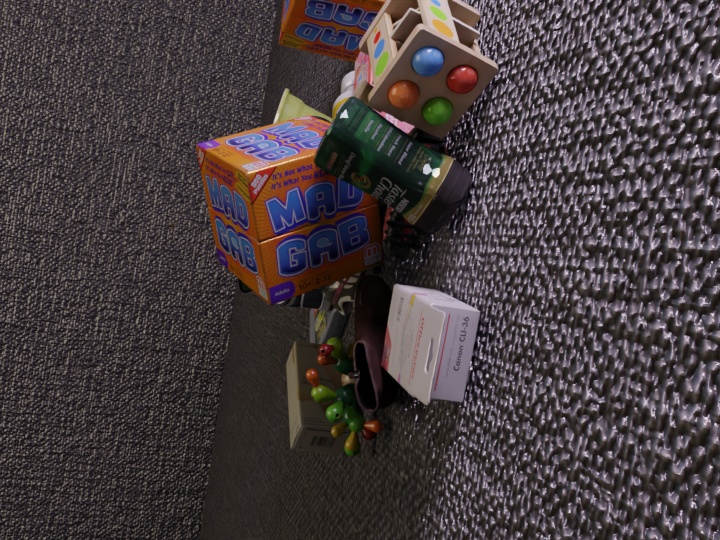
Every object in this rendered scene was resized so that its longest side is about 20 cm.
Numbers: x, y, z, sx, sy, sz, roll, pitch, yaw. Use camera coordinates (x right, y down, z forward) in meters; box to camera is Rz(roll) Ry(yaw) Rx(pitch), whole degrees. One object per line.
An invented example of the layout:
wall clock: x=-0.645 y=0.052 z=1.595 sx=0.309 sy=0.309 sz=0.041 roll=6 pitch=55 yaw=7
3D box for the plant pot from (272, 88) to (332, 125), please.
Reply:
plant pot: x=-0.090 y=-0.228 z=1.535 sx=0.200 sy=0.183 sz=0.202 roll=-162 pitch=90 yaw=-82

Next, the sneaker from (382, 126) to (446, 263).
sneaker: x=0.071 y=-0.113 z=1.149 sx=0.098 sy=0.070 sz=0.202 roll=-148 pitch=69 yaw=-73

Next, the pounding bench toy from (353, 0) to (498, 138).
pounding bench toy: x=0.068 y=-0.254 z=1.055 sx=0.200 sy=0.123 sz=0.157 roll=-49 pitch=33 yaw=38

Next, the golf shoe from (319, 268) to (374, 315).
golf shoe: x=0.000 y=0.000 z=1.371 sx=0.088 sy=0.077 sz=0.200 roll=56 pitch=137 yaw=9

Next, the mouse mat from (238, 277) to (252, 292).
mouse mat: x=-0.127 y=-0.057 z=1.353 sx=0.008 sy=0.199 sz=0.162 roll=30 pitch=129 yaw=49

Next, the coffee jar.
coffee jar: x=0.044 y=-0.134 z=1.034 sx=0.086 sy=0.199 sz=0.104 roll=-61 pitch=3 yaw=-32

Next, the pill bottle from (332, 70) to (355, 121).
pill bottle: x=0.003 y=-0.247 z=1.380 sx=0.111 sy=0.110 sz=0.202 roll=128 pitch=146 yaw=-60

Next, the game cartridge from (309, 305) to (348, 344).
game cartridge: x=-0.066 y=0.094 z=1.593 sx=0.201 sy=0.041 sz=0.134 roll=117 pitch=152 yaw=-48

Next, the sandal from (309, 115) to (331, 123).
sandal: x=-0.046 y=-0.203 z=1.438 sx=0.076 sy=0.200 sz=0.043 roll=-37 pitch=27 yaw=11

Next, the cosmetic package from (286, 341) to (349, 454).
cosmetic package: x=-0.077 y=0.231 z=1.439 sx=0.201 sy=0.104 sz=0.071 roll=-101 pitch=27 yaw=-46

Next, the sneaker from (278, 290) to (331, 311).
sneaker: x=-0.126 y=0.036 z=1.572 sx=0.200 sy=0.108 sz=0.071 roll=-159 pitch=79 yaw=-74

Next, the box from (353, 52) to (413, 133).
box: x=0.044 y=-0.278 z=1.281 sx=0.103 sy=0.094 sz=0.202 roll=130 pitch=145 yaw=-62

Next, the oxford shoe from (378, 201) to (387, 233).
oxford shoe: x=0.019 y=-0.108 z=1.306 sx=0.200 sy=0.084 sz=0.073 roll=24 pitch=148 yaw=56

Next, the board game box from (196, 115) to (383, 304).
board game box: x=-0.107 y=-0.101 z=1.199 sx=0.200 sy=0.199 sz=0.201 roll=32 pitch=135 yaw=53

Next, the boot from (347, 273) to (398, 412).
boot: x=0.019 y=0.099 z=1.128 sx=0.166 sy=0.072 sz=0.202 roll=27 pitch=-125 yaw=-79

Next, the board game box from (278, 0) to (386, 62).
board game box: x=-0.031 y=-0.545 z=1.488 sx=0.200 sy=0.198 sz=0.202 roll=136 pitch=141 yaw=-65

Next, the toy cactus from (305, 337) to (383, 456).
toy cactus: x=-0.012 y=0.185 z=1.242 sx=0.201 sy=0.102 sz=0.165 roll=70 pitch=-158 yaw=-13

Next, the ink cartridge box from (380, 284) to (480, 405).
ink cartridge box: x=0.089 y=0.092 z=0.984 sx=0.200 sy=0.067 sz=0.118 roll=-147 pitch=66 yaw=-75
